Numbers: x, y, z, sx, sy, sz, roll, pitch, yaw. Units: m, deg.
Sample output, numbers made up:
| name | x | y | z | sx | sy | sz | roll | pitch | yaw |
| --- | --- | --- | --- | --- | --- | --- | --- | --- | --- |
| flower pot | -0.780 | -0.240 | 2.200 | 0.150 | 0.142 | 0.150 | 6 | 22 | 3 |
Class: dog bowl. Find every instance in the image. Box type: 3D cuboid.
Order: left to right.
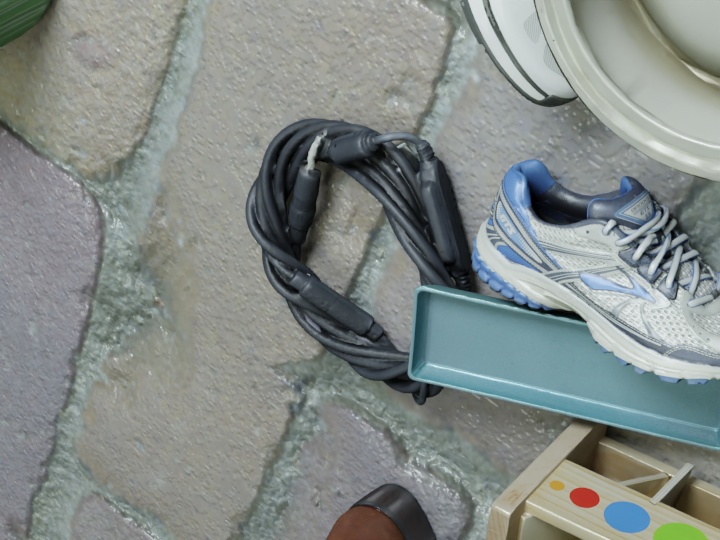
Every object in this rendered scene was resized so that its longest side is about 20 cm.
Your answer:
| name | x | y | z | sx | sy | sz | roll | pitch | yaw |
| --- | --- | --- | --- | --- | --- | --- | --- | --- | --- |
| dog bowl | 0.184 | -0.146 | 0.780 | 0.200 | 0.074 | 0.200 | 19 | 127 | 27 |

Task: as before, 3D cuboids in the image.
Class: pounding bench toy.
| name | x | y | z | sx | sy | sz | roll | pitch | yaw |
| --- | --- | --- | --- | --- | --- | --- | --- | --- | --- |
| pounding bench toy | 0.149 | 0.204 | 0.973 | 0.156 | 0.200 | 0.124 | 24 | 127 | 27 |

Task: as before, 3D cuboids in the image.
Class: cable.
| name | x | y | z | sx | sy | sz | roll | pitch | yaw |
| --- | --- | --- | --- | --- | --- | --- | --- | --- | --- |
| cable | 0.000 | 0.000 | 1.075 | 0.163 | 0.051 | 0.200 | -2 | 115 | 37 |

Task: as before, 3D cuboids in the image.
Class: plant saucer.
| name | x | y | z | sx | sy | sz | roll | pitch | yaw |
| --- | --- | --- | --- | --- | --- | --- | --- | --- | --- |
| plant saucer | 0.128 | 0.055 | 0.996 | 0.200 | 0.019 | 0.070 | 13 | 123 | 14 |

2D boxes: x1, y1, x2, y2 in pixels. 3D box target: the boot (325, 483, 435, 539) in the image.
| name | x | y | z | sx | sy | sz | roll | pitch | yaw |
| --- | --- | --- | --- | --- | --- | --- | --- | --- | --- |
| boot | 0.008 | 0.268 | 1.121 | 0.068 | 0.200 | 0.189 | -16 | 104 | 42 |

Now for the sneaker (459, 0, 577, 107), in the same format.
| name | x | y | z | sx | sy | sz | roll | pitch | yaw |
| --- | --- | --- | --- | --- | --- | --- | --- | --- | --- |
| sneaker | 0.108 | -0.186 | 0.865 | 0.115 | 0.076 | 0.201 | -5 | 109 | 42 |

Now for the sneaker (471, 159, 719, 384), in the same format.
| name | x | y | z | sx | sy | sz | roll | pitch | yaw |
| --- | --- | --- | --- | --- | --- | --- | --- | --- | --- |
| sneaker | 0.153 | -0.003 | 0.939 | 0.200 | 0.077 | 0.085 | 24 | 123 | 25 |

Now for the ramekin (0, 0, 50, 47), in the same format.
| name | x | y | z | sx | sy | sz | roll | pitch | yaw |
| --- | --- | --- | --- | --- | --- | --- | --- | --- | --- |
| ramekin | -0.304 | -0.232 | 1.148 | 0.200 | 0.098 | 0.200 | 19 | 125 | 29 |
